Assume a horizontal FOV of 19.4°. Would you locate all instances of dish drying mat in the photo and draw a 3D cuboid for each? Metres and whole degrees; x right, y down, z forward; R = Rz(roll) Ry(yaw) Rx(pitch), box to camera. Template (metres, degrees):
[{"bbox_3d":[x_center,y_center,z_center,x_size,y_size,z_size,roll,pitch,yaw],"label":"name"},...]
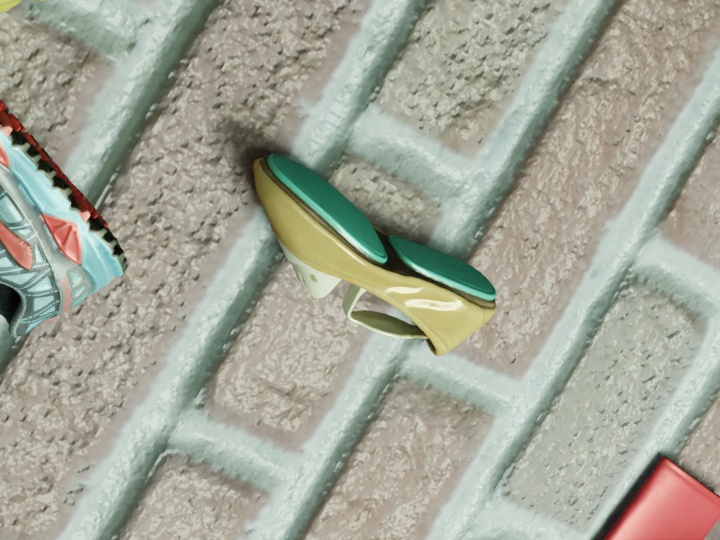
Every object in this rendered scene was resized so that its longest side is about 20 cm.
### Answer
[{"bbox_3d":[0.176,0.227,1.485,0.077,0.018,0.201,34,94,-38],"label":"dish drying mat"}]

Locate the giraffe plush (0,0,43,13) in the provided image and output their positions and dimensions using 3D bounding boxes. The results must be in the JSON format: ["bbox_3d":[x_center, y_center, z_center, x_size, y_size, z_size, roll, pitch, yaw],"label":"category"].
[{"bbox_3d":[-0.160,-0.214,1.004,0.172,0.199,0.163,-26,102,-53],"label":"giraffe plush"}]

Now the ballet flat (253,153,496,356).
[{"bbox_3d":[0.000,0.000,1.247,0.199,0.069,0.063,30,110,-35],"label":"ballet flat"}]

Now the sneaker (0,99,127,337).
[{"bbox_3d":[-0.206,-0.037,1.100,0.095,0.079,0.200,-41,126,-4],"label":"sneaker"}]
